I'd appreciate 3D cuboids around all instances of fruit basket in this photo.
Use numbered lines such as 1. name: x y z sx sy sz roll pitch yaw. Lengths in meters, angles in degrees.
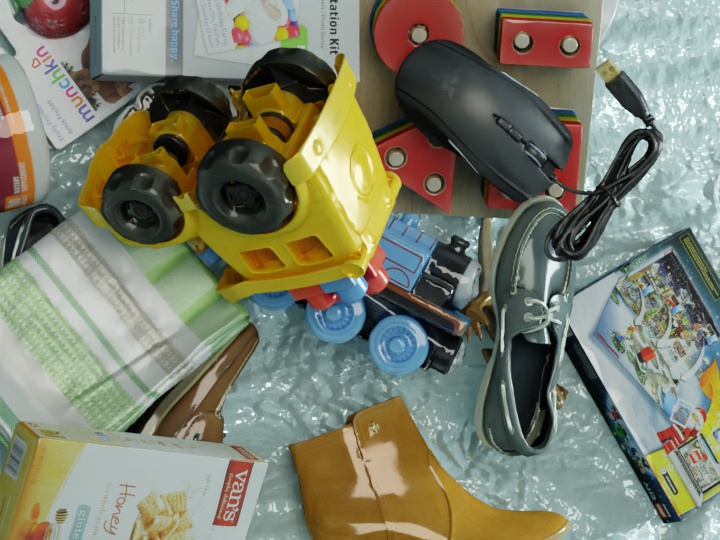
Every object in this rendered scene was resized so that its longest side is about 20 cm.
1. fruit basket: -0.202 -0.223 1.653 0.200 0.094 0.185 -36 94 -14

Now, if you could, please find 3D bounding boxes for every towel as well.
1. towel: -0.197 0.042 1.570 0.200 0.031 0.149 -40 88 -18

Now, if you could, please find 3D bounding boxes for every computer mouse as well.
1. computer mouse: 0.133 -0.116 1.608 0.200 0.046 0.140 44 84 -4

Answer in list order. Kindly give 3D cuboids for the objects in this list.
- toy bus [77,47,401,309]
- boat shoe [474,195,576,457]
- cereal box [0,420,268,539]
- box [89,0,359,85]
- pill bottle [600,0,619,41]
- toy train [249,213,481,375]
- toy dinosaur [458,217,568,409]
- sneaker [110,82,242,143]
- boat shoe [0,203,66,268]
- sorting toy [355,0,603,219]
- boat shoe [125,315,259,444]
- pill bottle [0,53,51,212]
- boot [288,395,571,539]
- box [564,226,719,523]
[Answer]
1. toy bus: -0.070 -0.042 1.554 0.192 0.200 0.136 59 35 -33
2. boat shoe: 0.136 0.045 1.649 0.073 0.062 0.200 8 95 -25
3. cereal box: -0.172 0.188 1.553 0.200 0.040 0.144 10 102 -37
4. box: -0.100 -0.216 1.611 0.200 0.041 0.156 1 88 -21
5. pill bottle: 0.103 -0.240 1.736 0.200 0.112 0.113 26 74 -11
6. toy train: 0.000 0.000 1.651 0.200 0.087 0.114 27 96 5
7. toy dinosaur: 0.104 0.022 1.730 0.106 0.060 0.200 -6 77 -49
8. sneaker: -0.116 -0.142 1.668 0.200 0.083 0.081 -34 100 -18
9. boat shoe: -0.234 0.050 1.610 0.075 0.062 0.200 5 79 -15
10. sorting toy: 0.084 -0.134 1.671 0.198 0.070 0.200 3 107 -3
11. boat shoe: -0.134 0.122 1.629 0.068 0.072 0.200 41 81 -11
12. pill bottle: -0.335 -0.081 1.576 0.200 0.114 0.114 -16 85 -18
13. boot: 0.054 0.164 1.671 0.201 0.071 0.144 -14 88 -13
14. box: 0.256 0.085 1.763 0.136 0.038 0.200 -29 90 -19
